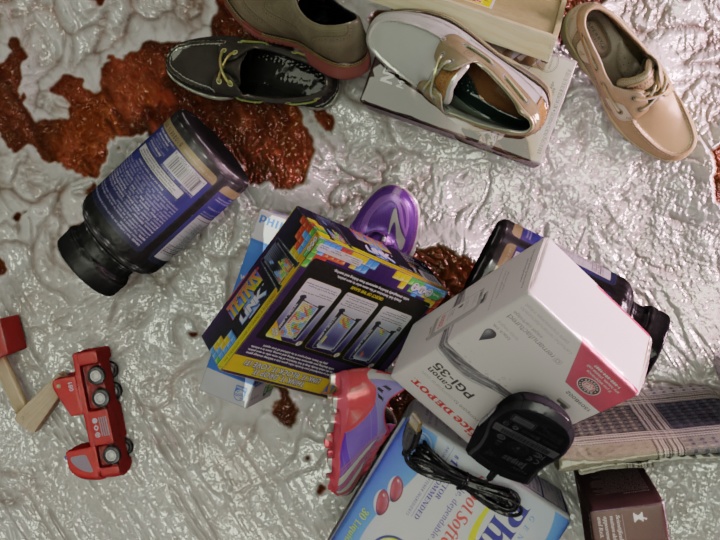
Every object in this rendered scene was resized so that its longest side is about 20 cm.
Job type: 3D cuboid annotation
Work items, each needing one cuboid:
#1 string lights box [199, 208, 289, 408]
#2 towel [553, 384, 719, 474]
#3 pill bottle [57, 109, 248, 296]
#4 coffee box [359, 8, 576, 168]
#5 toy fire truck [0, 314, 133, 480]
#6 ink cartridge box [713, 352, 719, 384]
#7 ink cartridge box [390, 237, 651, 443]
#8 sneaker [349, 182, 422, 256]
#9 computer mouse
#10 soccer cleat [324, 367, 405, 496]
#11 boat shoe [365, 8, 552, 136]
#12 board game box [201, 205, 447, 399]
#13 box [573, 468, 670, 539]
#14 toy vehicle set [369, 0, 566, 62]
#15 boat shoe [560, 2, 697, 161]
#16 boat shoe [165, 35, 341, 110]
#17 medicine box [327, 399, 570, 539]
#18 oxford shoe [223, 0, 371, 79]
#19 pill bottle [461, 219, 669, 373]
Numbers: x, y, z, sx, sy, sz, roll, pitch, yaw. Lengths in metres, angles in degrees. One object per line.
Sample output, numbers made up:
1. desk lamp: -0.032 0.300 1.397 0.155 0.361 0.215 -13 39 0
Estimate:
1. string lights box: -0.103 0.039 1.050 0.059 0.103 0.201 20 95 8
2. towel: 0.277 0.160 0.970 0.198 0.193 0.035 -5 100 4
3. pill bottle: -0.227 -0.069 1.055 0.200 0.112 0.112 -41 88 6
4. coffee box: 0.112 -0.195 1.029 0.199 0.080 0.114 20 96 5
5. toy fire truck: -0.346 0.144 1.108 0.140 0.049 0.202 -10 92 7
6. ink cartridge box: 0.434 0.179 0.978 0.083 0.145 0.201 -14 91 6
7. ink cartridge box: 0.149 0.083 0.925 0.146 0.083 0.200 41 135 -12
8. sneaker: 0.000 0.000 1.048 0.080 0.083 0.201 30 94 4
9. computer mouse: 0.116 0.151 0.915 0.140 0.201 0.046 24 52 6
10. soccer cleat: 0.002 0.175 1.021 0.076 0.067 0.201 0 135 -4
11. boat shoe: 0.092 -0.194 0.946 0.199 0.068 0.075 25 123 5
12. board game box: -0.031 0.042 0.969 0.166 0.199 0.057 -51 48 15
13. box: 0.260 0.254 0.972 0.074 0.200 0.101 -9 92 7
14. toy vehicle set: 0.111 -0.282 1.006 0.199 0.124 0.027 20 126 5
15. boat shoe: 0.283 -0.191 1.008 0.071 0.065 0.200 -43 100 4
16. boat shoe: -0.122 -0.220 1.062 0.200 0.061 0.072 9 93 5
17. medicine box: 0.091 0.272 1.040 0.199 0.103 0.183 31 95 5
18. oxford shoe: -0.067 -0.277 1.024 0.199 0.075 0.070 31 57 24
19. pill bottle: 0.209 0.039 1.005 0.199 0.112 0.112 28 95 5
